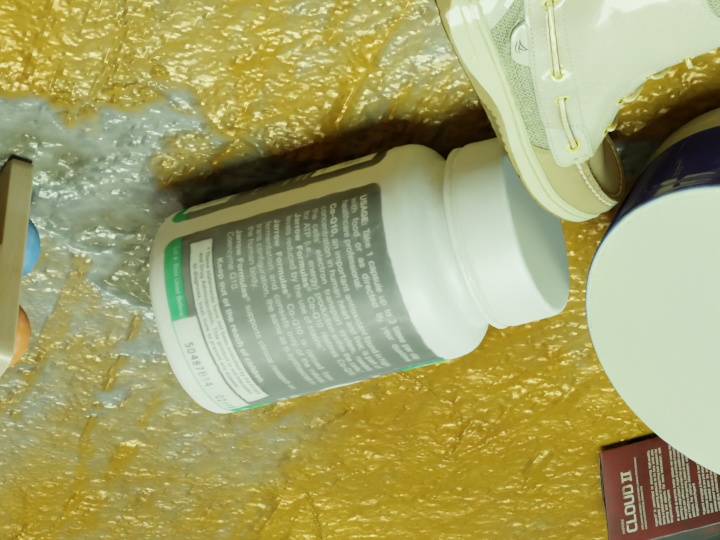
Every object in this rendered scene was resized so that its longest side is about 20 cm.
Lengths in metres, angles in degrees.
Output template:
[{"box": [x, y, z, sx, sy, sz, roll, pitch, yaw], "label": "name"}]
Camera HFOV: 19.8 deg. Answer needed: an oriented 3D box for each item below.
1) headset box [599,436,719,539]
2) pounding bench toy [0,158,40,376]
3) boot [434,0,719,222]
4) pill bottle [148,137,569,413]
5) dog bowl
[{"box": [0.258, 0.161, 1.343, 0.199, 0.078, 0.149, -18, 142, 21], "label": "headset box"}, {"box": [-0.253, 0.039, 1.050, 0.155, 0.201, 0.124, 18, 141, -23], "label": "pounding bench toy"}, {"box": [0.135, -0.104, 0.969, 0.154, 0.072, 0.200, -16, 142, 17], "label": "boot"}, {"box": [0.000, 0.000, 1.074, 0.199, 0.114, 0.113, -15, 143, 21], "label": "pill bottle"}, {"box": [0.219, 0.017, 1.055, 0.199, 0.079, 0.201, 19, 135, 20], "label": "dog bowl"}]
